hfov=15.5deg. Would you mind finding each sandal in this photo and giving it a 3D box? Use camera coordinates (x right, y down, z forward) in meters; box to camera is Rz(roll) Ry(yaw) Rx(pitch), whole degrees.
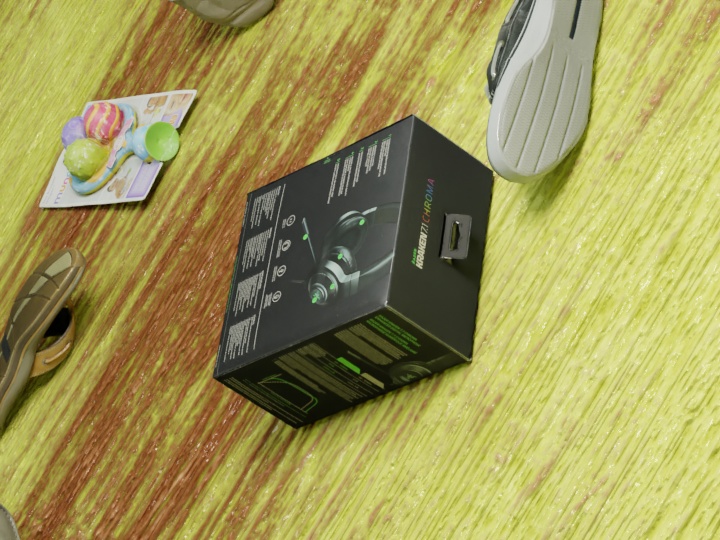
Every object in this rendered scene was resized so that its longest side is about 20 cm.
[{"bbox_3d":[-0.285,0.065,2.330,0.200,0.054,0.080,-62,24,20],"label":"sandal"}]

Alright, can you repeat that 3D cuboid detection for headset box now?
[{"bbox_3d":[0.000,0.000,1.968,0.200,0.093,0.174,-25,44,39],"label":"headset box"}]

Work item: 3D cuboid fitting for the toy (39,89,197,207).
[{"bbox_3d":[-0.237,-0.119,2.419,0.200,0.047,0.115,2,63,52],"label":"toy"}]

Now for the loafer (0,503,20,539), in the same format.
[{"bbox_3d":[-0.282,0.263,2.145,0.070,0.070,0.200,-37,45,20],"label":"loafer"}]

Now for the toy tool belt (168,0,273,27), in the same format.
[{"bbox_3d":[-0.095,-0.318,2.336,0.200,0.125,0.123,-37,46,27],"label":"toy tool belt"}]

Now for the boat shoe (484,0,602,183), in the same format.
[{"bbox_3d":[0.129,-0.138,1.953,0.071,0.072,0.200,-30,31,49],"label":"boat shoe"}]
